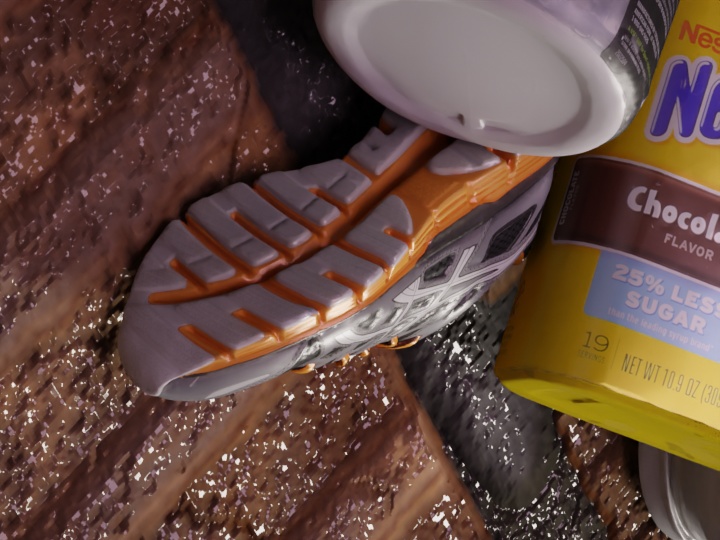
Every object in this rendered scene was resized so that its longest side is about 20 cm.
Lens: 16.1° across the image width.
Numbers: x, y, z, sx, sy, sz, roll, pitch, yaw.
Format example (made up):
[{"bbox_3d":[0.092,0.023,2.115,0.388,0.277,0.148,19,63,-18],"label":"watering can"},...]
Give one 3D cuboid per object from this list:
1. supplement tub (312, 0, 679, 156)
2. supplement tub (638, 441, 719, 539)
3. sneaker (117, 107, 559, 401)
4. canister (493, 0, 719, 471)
[{"bbox_3d":[0.069,-0.153,0.901,0.123,0.122,0.201,43,58,-41],"label":"supplement tub"},{"bbox_3d":[0.231,0.085,1.070,0.140,0.199,0.141,-18,116,-43],"label":"supplement tub"},{"bbox_3d":[0.000,0.000,0.926,0.199,0.078,0.078,-30,139,-28],"label":"sneaker"},{"bbox_3d":[0.145,-0.030,1.002,0.148,0.086,0.201,20,80,-16],"label":"canister"}]
